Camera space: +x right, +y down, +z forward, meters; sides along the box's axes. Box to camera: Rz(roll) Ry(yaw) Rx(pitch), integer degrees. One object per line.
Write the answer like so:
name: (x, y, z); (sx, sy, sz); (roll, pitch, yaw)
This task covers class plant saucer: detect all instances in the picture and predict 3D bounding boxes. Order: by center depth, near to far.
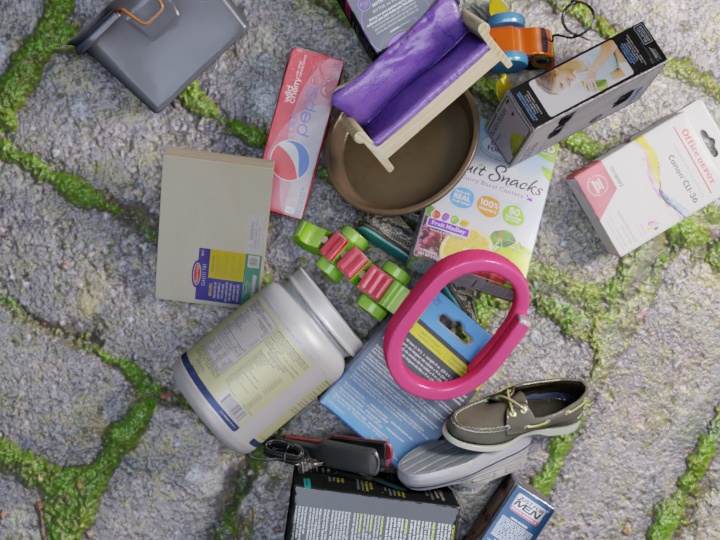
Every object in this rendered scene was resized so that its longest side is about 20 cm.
plant saucer: (0.052, -0.154, 1.647); (0.199, 0.029, 0.202); (-9, 65, 20)

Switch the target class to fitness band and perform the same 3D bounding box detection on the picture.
fitness band: (0.113, 0.066, 1.597); (0.143, 0.038, 0.200); (27, 112, -23)

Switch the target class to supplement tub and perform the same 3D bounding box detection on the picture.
supplement tub: (-0.110, 0.107, 1.638); (0.200, 0.145, 0.145); (-39, 93, 0)

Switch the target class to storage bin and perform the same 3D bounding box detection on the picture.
storage bin: (-0.232, -0.289, 1.629); (0.200, 0.146, 0.134); (-44, 103, 0)

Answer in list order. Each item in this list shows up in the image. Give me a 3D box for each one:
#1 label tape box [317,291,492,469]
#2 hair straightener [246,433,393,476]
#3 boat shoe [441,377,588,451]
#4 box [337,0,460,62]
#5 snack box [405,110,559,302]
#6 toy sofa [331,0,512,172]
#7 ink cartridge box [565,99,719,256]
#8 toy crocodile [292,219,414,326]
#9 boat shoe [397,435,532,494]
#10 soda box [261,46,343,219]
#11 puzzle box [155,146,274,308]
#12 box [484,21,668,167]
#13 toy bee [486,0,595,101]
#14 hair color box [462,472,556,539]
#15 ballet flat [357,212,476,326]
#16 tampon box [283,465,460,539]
label tape box: (0.065, 0.128, 1.686); (0.144, 0.063, 0.200); (41, 90, -4)
hair straightener: (-0.064, 0.216, 1.651); (0.199, 0.077, 0.041); (10, 103, 25)
boat shoe: (0.190, 0.169, 1.654); (0.200, 0.072, 0.061); (-6, 133, -29)
box: (0.019, -0.369, 1.642); (0.122, 0.106, 0.201); (-29, 94, 0)
snack box: (0.149, -0.079, 1.655); (0.141, 0.053, 0.201); (18, 70, -4)
toy sofa: (0.067, -0.218, 1.575); (0.200, 0.083, 0.098); (-41, 114, 5)
ink cartridge box: (0.371, -0.118, 1.685); (0.199, 0.067, 0.117); (-32, 93, 0)
toy crocodile: (0.000, 0.000, 1.655); (0.200, 0.062, 0.068); (40, 89, 27)
boat shoe: (0.133, 0.241, 1.656); (0.199, 0.073, 0.067); (-14, 114, -30)
soda box: (-0.077, -0.167, 1.669); (0.069, 0.063, 0.202); (15, 92, -2)
puzzle box: (-0.178, -0.048, 1.645); (0.132, 0.025, 0.201); (7, 120, -3)
box: (0.256, -0.209, 1.627); (0.199, 0.117, 0.060); (-27, 78, -17)
toy bee: (0.193, -0.262, 1.664); (0.199, 0.109, 0.132); (15, 85, 26)
hair color box: (0.156, 0.352, 1.681); (0.060, 0.100, 0.201); (34, 90, -2)
ballet flat: (0.087, -0.018, 1.685); (0.200, 0.068, 0.075); (43, 76, -1)
tampon box: (0.009, 0.318, 1.648); (0.198, 0.150, 0.127); (8, 93, -2)
